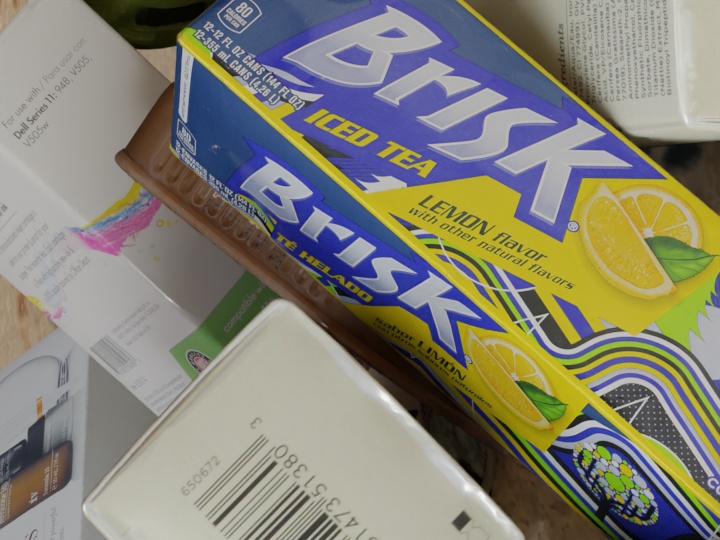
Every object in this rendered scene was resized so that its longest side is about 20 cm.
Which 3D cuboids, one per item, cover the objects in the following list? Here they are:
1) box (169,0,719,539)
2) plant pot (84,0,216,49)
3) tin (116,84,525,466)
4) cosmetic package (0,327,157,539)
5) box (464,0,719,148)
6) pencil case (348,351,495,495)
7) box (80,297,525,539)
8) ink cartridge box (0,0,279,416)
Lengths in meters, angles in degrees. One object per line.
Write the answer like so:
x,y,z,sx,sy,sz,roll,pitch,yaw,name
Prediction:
0.041,-0.007,0.728,0.200,0.070,0.064,41,156,14,box
-0.108,-0.188,1.025,0.190,0.199,0.201,49,135,34,plant pot
0.000,0.000,0.848,0.200,0.112,0.042,37,98,42,tin
-0.151,0.130,1.123,0.150,0.052,0.201,-37,34,26,cosmetic package
0.066,-0.075,0.790,0.200,0.068,0.083,2,94,63,box
-0.021,0.111,0.968,0.200,0.077,0.090,120,158,-46,pencil case
-0.018,0.070,0.773,0.095,0.078,0.200,44,176,2,box
-0.101,-0.032,0.988,0.200,0.067,0.117,42,158,-7,ink cartridge box
